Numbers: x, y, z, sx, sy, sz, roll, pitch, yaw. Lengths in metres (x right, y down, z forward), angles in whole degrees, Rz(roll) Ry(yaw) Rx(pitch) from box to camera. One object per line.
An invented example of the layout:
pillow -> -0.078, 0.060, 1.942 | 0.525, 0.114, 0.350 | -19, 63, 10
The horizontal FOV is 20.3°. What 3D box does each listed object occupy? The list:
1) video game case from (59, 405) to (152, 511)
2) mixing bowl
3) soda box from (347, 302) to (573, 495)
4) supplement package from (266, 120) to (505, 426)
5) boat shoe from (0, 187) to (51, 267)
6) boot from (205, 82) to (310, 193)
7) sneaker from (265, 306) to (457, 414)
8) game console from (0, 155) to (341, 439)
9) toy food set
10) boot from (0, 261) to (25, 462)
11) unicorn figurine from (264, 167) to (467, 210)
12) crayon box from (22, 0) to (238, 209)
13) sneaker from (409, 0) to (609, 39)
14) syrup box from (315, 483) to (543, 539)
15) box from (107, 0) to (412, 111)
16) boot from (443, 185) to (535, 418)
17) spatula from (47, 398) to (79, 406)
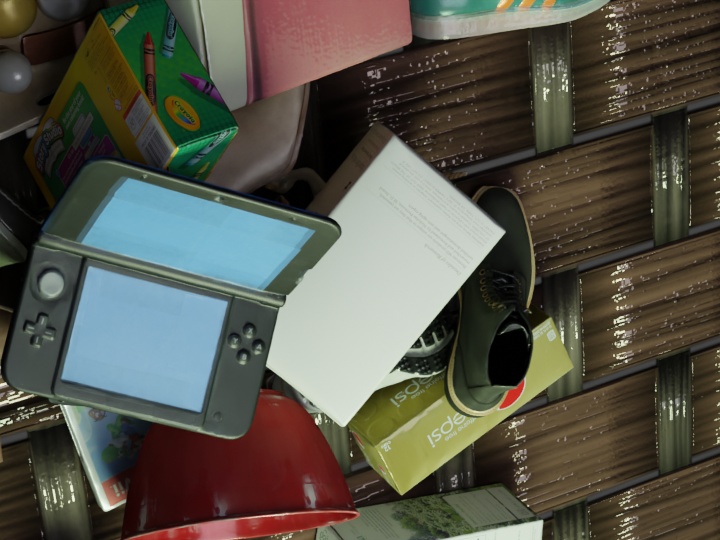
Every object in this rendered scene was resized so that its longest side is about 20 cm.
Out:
video game case -> -0.183, 0.087, 1.674 | 0.142, 0.017, 0.202 | -26, 121, -18
mixing bowl -> -0.103, 0.159, 1.644 | 0.198, 0.200, 0.110 | 0, 77, -29
soda box -> 0.088, 0.108, 1.801 | 0.199, 0.068, 0.064 | -36, 124, -11
supplement package -> 0.000, 0.000, 1.594 | 0.119, 0.121, 0.200 | 39, 93, -11
boat shoe -> -0.240, -0.011, 1.569 | 0.201, 0.071, 0.061 | 48, 68, -24
boot -> -0.127, -0.099, 1.604 | 0.145, 0.070, 0.202 | 10, 93, -19
sneaker -> 0.001, 0.074, 1.748 | 0.199, 0.080, 0.074 | -17, 86, -37
game console -> -0.136, 0.024, 1.440 | 0.198, 0.118, 0.173 | 15, 86, -22
toy food set -> -0.247, -0.212, 1.490 | 0.143, 0.060, 0.202 | -26, 121, -17
boot -> -0.277, 0.091, 1.549 | 0.184, 0.064, 0.202 | 7, 124, -2
unicorn figurine -> -0.021, -0.031, 1.691 | 0.136, 0.074, 0.201 | 9, 121, -32
crayon box -> -0.173, -0.093, 1.480 | 0.058, 0.119, 0.200 | -21, 163, -35
sneaker -> 0.131, -0.249, 1.675 | 0.198, 0.071, 0.081 | -15, 121, -22
syrup box -> 0.062, 0.260, 1.843 | 0.198, 0.079, 0.082 | -8, 114, -26
box -> -0.076, -0.205, 1.521 | 0.199, 0.127, 0.110 | -24, 120, -33
boot -> 0.124, 0.018, 1.705 | 0.077, 0.138, 0.202 | 4, 79, -8
spatula -> -0.188, 0.096, 1.598 | 0.057, 0.021, 0.200 | -51, 161, 15
